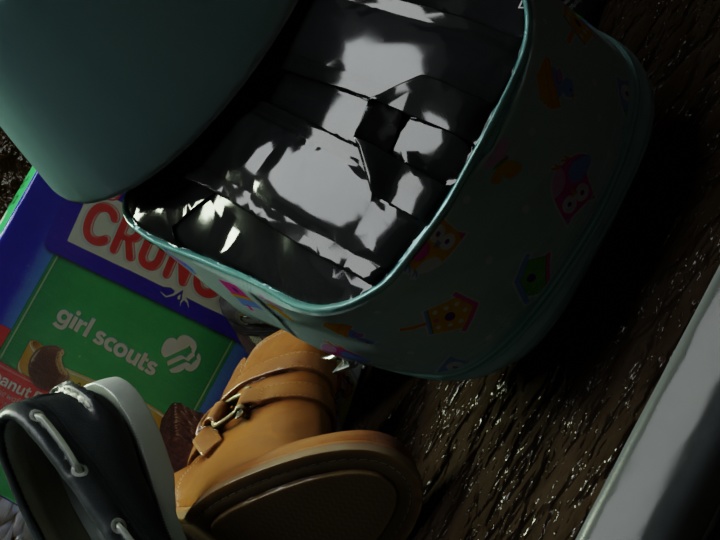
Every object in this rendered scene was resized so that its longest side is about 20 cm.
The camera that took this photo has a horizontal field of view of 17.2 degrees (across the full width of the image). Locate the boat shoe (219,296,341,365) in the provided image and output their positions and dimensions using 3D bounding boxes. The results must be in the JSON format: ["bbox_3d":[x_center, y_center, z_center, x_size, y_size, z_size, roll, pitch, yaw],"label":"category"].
[{"bbox_3d":[0.000,0.000,1.148,0.200,0.066,0.072,-33,22,46],"label":"boat shoe"}]

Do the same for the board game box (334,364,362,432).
[{"bbox_3d":[-0.056,0.119,1.247,0.135,0.034,0.201,-52,13,41],"label":"board game box"}]

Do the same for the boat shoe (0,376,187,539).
[{"bbox_3d":[-0.096,0.140,0.998,0.201,0.060,0.076,60,138,24],"label":"boat shoe"}]

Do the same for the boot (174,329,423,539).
[{"bbox_3d":[-0.028,0.083,1.080,0.200,0.077,0.156,-41,16,43],"label":"boot"}]

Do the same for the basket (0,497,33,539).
[{"bbox_3d":[-0.161,0.109,1.432,0.201,0.160,0.198,-64,11,-19],"label":"basket"}]

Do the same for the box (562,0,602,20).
[{"bbox_3d":[0.005,-0.130,1.135,0.200,0.160,0.044,-44,-2,-43],"label":"box"}]

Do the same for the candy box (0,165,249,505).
[{"bbox_3d":[-0.129,0.037,1.256,0.201,0.168,0.077,-62,14,-9],"label":"candy box"}]

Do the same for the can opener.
[{"bbox_3d":[0.085,0.090,0.634,0.066,0.053,0.201,14,73,44],"label":"can opener"}]

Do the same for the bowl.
[{"bbox_3d":[-0.109,-0.140,0.973,0.200,0.105,0.202,-35,37,32],"label":"bowl"}]

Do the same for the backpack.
[{"bbox_3d":[0.021,-0.044,0.950,0.177,0.153,0.200,-59,31,-6],"label":"backpack"}]
